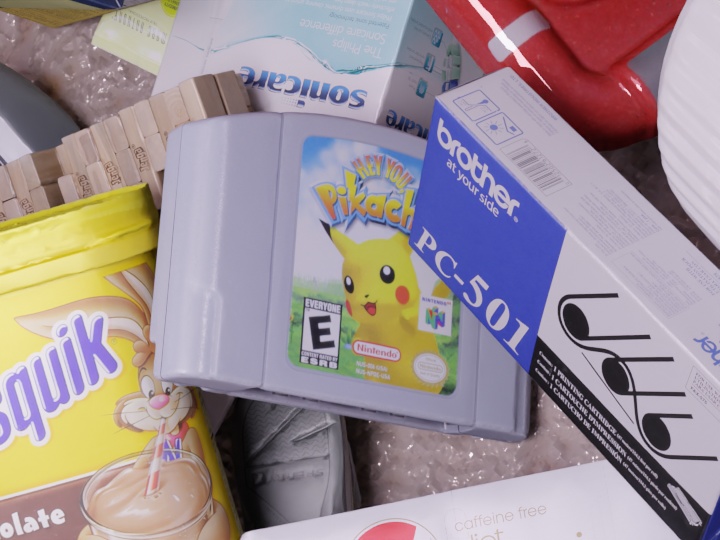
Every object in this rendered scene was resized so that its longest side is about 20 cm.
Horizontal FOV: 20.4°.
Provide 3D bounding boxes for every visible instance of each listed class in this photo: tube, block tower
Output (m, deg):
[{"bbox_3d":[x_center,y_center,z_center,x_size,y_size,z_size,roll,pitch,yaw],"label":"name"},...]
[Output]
[{"bbox_3d":[-0.087,-0.206,1.120,0.200,0.052,0.058,-66,14,7],"label":"tube"},{"bbox_3d":[-0.134,-0.042,1.012,0.200,0.054,0.058,-18,91,35],"label":"block tower"}]

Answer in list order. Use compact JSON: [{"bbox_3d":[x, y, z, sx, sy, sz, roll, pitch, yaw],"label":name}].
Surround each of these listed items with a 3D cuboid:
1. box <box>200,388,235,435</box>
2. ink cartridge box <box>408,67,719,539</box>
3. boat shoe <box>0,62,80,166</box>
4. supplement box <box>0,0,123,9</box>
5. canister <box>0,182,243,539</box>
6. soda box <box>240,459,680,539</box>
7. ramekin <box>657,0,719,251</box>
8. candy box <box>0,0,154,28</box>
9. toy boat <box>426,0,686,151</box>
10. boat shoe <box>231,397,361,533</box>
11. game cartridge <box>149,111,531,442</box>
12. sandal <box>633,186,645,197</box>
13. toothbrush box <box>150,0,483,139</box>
[{"bbox_3d":[-0.148,0.113,1.010,0.101,0.112,0.200,29,94,-3],"label":"box"},{"bbox_3d":[0.099,0.014,0.836,0.200,0.044,0.094,48,148,31],"label":"ink cartridge box"},{"bbox_3d":[-0.174,-0.034,1.115,0.068,0.074,0.199,-47,72,20],"label":"boat shoe"},{"bbox_3d":[-0.223,-0.217,0.979,0.200,0.200,0.134,15,90,62],"label":"supplement box"},{"bbox_3d":[-0.138,0.076,0.908,0.148,0.087,0.200,-16,97,1],"label":"canister"},{"bbox_3d":[0.052,0.133,0.889,0.200,0.068,0.064,-13,69,12],"label":"soda box"},{"bbox_3d":[0.212,-0.070,0.799,0.200,0.200,0.105,-54,46,9],"label":"ramekin"},{"bbox_3d":[-0.143,-0.204,1.100,0.200,0.056,0.117,0,75,60],"label":"candy box"},{"bbox_3d":[0.093,-0.157,0.892,0.130,0.131,0.200,-38,86,-13],"label":"toy boat"},{"bbox_3d":[-0.027,0.149,0.979,0.074,0.065,0.202,-7,78,12],"label":"boat shoe"},{"bbox_3d":[0.000,0.000,0.913,0.040,0.200,0.133,-19,65,51],"label":"game cartridge"},{"bbox_3d":[0.164,0.045,0.872,0.045,0.075,0.200,-19,69,-13],"label":"sandal"},{"bbox_3d":[-0.005,-0.152,1.026,0.146,0.085,0.200,13,85,35],"label":"toothbrush box"}]
